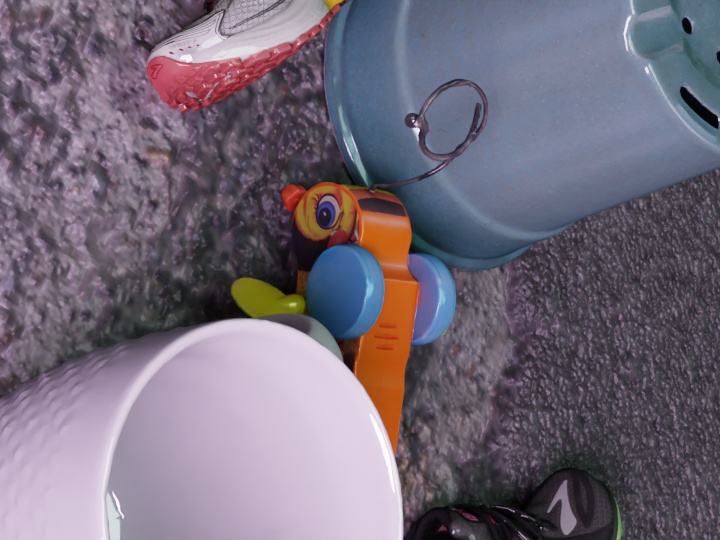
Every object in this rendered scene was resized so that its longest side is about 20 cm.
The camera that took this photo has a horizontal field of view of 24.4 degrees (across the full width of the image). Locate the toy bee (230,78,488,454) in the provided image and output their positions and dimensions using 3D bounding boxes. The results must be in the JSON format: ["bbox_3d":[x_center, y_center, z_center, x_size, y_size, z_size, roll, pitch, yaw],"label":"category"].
[{"bbox_3d":[0.000,0.000,0.858,0.131,0.109,0.200,35,83,-41],"label":"toy bee"}]

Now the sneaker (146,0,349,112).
[{"bbox_3d":[-0.054,-0.151,0.855,0.082,0.078,0.200,50,44,-13],"label":"sneaker"}]

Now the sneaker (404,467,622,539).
[{"bbox_3d":[0.073,0.156,0.891,0.200,0.077,0.084,-33,107,-43],"label":"sneaker"}]

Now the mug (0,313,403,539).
[{"bbox_3d":[-0.082,0.088,0.696,0.148,0.175,0.200,54,50,-20],"label":"mug"}]

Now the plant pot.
[{"bbox_3d":[0.118,-0.113,0.913,0.200,0.196,0.200,10,74,-41],"label":"plant pot"}]
